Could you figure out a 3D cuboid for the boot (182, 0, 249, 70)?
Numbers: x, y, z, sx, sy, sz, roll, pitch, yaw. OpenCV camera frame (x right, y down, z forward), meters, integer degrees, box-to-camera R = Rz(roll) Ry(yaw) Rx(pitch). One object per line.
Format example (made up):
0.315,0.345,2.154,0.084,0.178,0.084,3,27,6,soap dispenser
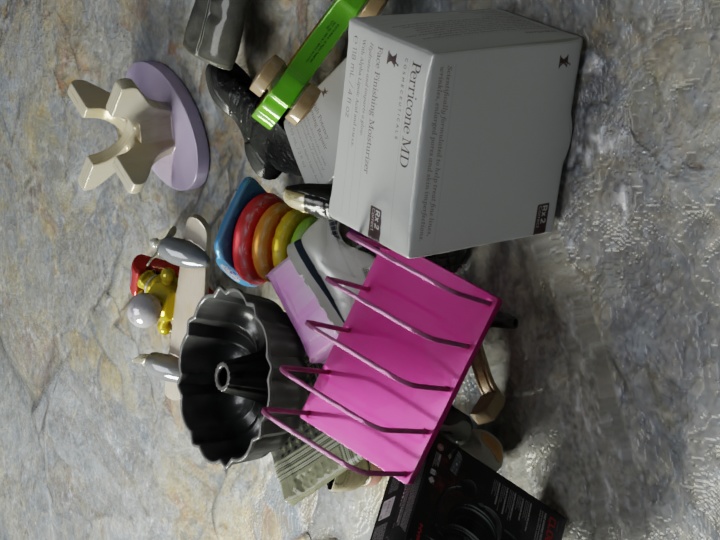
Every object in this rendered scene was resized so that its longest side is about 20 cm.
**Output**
-0.138,-0.332,1.830,0.182,0.072,0.202,39,111,56,boot

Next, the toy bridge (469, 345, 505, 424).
0.091,0.067,1.633,0.027,0.067,0.201,-21,113,43,toy bridge

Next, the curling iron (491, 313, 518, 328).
0.095,0.053,1.697,0.199,0.026,0.050,-4,117,47,curling iron

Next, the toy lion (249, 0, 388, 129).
-0.051,-0.240,1.720,0.068,0.192,0.201,36,98,-7,toy lion

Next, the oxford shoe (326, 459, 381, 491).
-0.039,0.162,1.849,0.071,0.073,0.202,-44,63,50,oxford shoe

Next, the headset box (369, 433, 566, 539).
0.112,0.281,1.575,0.077,0.199,0.150,-34,27,49,headset box

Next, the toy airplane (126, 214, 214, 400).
-0.228,0.051,2.007,0.199,0.140,0.202,-28,76,50,toy airplane

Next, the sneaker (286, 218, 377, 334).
0.006,0.030,1.627,0.080,0.076,0.201,-37,78,7,sneaker

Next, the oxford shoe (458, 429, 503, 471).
0.096,0.203,1.710,0.075,0.058,0.200,50,158,-12,oxford shoe

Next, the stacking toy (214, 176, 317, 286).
-0.060,-0.025,1.822,0.198,0.116,0.111,13,71,30,stacking toy

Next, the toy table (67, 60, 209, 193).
-0.293,-0.182,2.053,0.200,0.116,0.185,46,132,33,toy table

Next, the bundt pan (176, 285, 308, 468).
-0.126,0.120,1.784,0.201,0.075,0.204,-4,84,52,bundt pan

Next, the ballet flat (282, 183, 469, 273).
0.014,-0.045,1.603,0.198,0.067,0.057,17,110,4,ballet flat

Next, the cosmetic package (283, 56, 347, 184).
0.005,-0.170,1.716,0.200,0.074,0.103,-41,67,49,cosmetic package

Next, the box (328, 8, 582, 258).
0.090,-0.136,1.513,0.130,0.199,0.201,29,120,45,box

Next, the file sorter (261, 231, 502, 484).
0.014,0.081,1.502,0.138,0.125,0.202,29,96,26,file sorter

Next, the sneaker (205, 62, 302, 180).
-0.109,-0.188,1.868,0.104,0.060,0.201,-41,72,49,sneaker

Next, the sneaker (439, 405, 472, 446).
0.051,0.123,1.672,0.199,0.075,0.080,22,75,47,sneaker

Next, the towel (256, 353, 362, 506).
-0.035,0.142,1.804,0.199,0.034,0.194,-33,60,23,towel

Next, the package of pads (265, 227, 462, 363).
0.000,0.000,1.709,0.199,0.075,0.121,-37,74,25,package of pads
